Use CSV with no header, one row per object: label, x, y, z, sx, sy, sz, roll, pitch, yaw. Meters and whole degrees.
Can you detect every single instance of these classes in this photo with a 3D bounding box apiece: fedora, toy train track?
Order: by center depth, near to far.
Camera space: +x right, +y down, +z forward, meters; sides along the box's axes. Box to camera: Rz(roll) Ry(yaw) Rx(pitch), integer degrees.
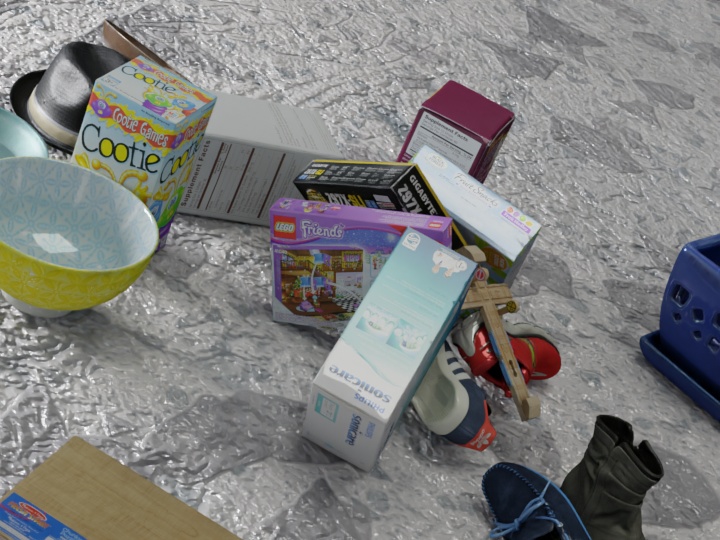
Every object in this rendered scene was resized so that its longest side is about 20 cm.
toy train track,0.157,0.063,1.593,0.115,0.032,0.201,-6,73,-51
fedora,-0.338,-0.222,1.827,0.200,0.092,0.201,18,30,-11

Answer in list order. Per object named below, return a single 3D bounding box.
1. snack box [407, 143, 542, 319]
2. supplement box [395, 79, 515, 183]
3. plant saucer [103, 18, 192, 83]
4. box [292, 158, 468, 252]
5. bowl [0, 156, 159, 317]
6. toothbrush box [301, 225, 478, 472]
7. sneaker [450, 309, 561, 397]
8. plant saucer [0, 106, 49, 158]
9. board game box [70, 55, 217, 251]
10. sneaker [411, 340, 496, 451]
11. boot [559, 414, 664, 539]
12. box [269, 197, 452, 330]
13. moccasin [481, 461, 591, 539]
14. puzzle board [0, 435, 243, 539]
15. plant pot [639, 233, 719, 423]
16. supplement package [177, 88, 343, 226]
snack box,0.110,-0.036,1.738,0.168,0.200,0.068,36,67,9
supplement box,0.101,-0.121,1.881,0.103,0.200,0.131,30,29,9
plant saucer,-0.263,-0.257,1.934,0.200,0.032,0.200,38,3,-2
box,0.029,-0.052,1.690,0.049,0.160,0.200,-44,27,-24
bowl,-0.314,-0.017,1.500,0.199,0.108,0.200,18,30,-11
toothbrush box,0.028,0.081,1.472,0.085,0.147,0.200,27,65,7
sneaker,0.170,0.108,1.675,0.200,0.077,0.085,19,42,-51
plant saucer,-0.454,-0.138,1.665,0.199,0.036,0.200,18,29,-11
board game box,-0.250,-0.114,1.609,0.105,0.200,0.103,28,29,8
sneaker,0.095,0.132,1.613,0.084,0.075,0.200,36,17,-25
boot,0.267,0.247,1.477,0.068,0.131,0.200,3,36,-32
box,0.000,0.000,1.609,0.199,0.137,0.039,8,26,16
moccasin,0.182,0.261,1.439,0.068,0.081,0.200,8,30,-48
puzzle board,-0.207,0.232,1.269,0.200,0.017,0.151,30,31,10
plant pot,0.486,0.078,1.863,0.200,0.180,0.200,-12,46,-47
supplement package,-0.143,-0.137,1.810,0.199,0.118,0.117,9,34,-27
